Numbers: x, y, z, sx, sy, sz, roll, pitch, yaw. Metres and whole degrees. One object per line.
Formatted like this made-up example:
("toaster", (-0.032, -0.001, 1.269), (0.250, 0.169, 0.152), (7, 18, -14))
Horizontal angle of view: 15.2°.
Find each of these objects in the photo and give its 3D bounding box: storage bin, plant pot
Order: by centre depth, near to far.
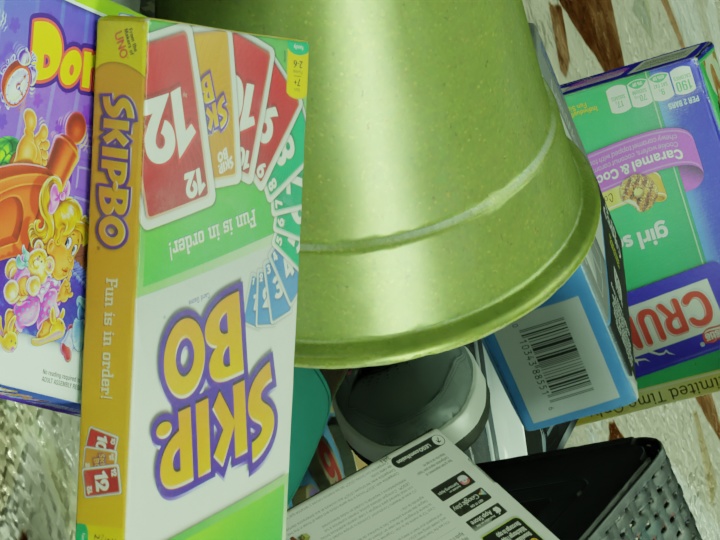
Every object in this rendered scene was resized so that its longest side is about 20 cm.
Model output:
("plant pot", (-0.008, -0.096, 1.074), (0.201, 0.199, 0.191), (-81, 168, -52))
("storage bin", (0.055, 0.163, 1.140), (0.200, 0.135, 0.094), (-42, 112, -48))

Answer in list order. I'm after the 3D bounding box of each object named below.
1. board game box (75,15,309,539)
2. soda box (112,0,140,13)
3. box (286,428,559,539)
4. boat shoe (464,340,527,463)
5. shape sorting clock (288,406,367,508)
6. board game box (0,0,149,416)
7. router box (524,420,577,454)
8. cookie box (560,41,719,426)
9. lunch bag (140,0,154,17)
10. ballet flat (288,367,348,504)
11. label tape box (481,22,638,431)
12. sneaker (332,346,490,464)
("board game box", (-0.057, 0.018, 0.924), (0.095, 0.030, 0.201), (1, 94, -57))
("soda box", (-0.125, -0.126, 1.036), (0.064, 0.068, 0.201), (57, 24, -43))
("box", (-0.005, 0.138, 0.987), (0.200, 0.035, 0.110), (-25, 57, -41))
("boat shoe", (0.052, 0.111, 1.382), (0.072, 0.067, 0.201), (130, -46, -85))
("shape sorting clock", (0.011, 0.159, 1.258), (0.200, 0.039, 0.201), (-16, 90, -73))
("board game box", (-0.120, -0.029, 0.886), (0.200, 0.045, 0.135), (19, 77, -56))
("router box", (0.070, 0.032, 1.520), (0.200, 0.052, 0.158), (-47, 119, -70))
("cookie box", (0.162, -0.018, 1.653), (0.075, 0.170, 0.201), (-37, 110, -68))
("lunch bag", (-0.044, -0.222, 1.204), (0.139, 0.167, 0.201), (39, 39, -60))
("ballet flat", (-0.036, 0.033, 1.158), (0.201, 0.070, 0.071), (-61, 141, -24))
("label tape box", (0.082, -0.041, 1.340), (0.200, 0.063, 0.145), (-89, 158, -54))
("sneaker", (0.000, 0.000, 1.247), (0.121, 0.083, 0.200), (62, 3, -29))
